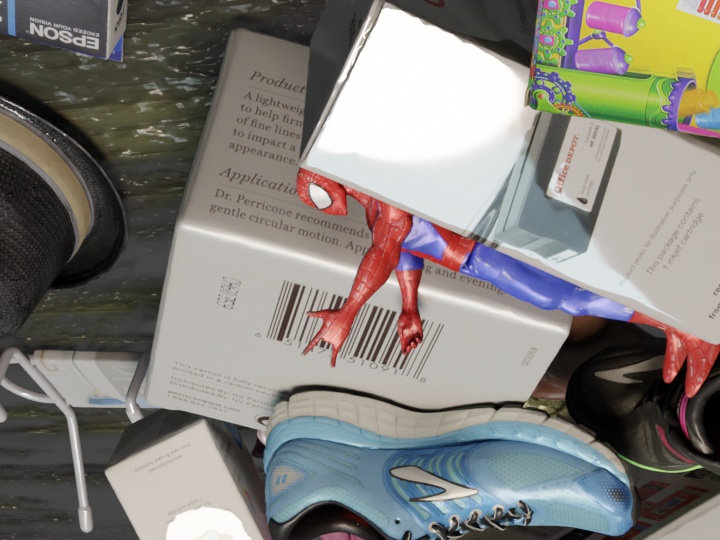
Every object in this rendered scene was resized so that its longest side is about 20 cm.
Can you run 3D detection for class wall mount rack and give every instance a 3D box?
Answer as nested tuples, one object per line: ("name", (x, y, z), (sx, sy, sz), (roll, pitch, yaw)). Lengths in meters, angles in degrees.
("wall mount rack", (-0.174, 0.119, 1.165), (0.199, 0.075, 0.174), (0, 144, 23))

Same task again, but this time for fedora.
("fedora", (-0.236, -0.023, 0.957), (0.200, 0.092, 0.201), (10, 147, 6))

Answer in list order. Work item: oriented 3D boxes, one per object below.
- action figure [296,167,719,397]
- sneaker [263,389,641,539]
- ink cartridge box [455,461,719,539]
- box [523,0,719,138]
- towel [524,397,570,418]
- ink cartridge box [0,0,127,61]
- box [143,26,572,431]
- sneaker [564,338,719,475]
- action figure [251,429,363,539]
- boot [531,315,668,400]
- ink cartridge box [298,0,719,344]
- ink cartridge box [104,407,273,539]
("action figure", (0.051, 0.020, 0.724), (0.199, 0.099, 0.065), (28, -179, -5))
("sneaker", (0.044, 0.122, 0.833), (0.199, 0.090, 0.079), (3, 147, 14))
("ink cartridge box", (0.152, 0.180, 0.972), (0.084, 0.175, 0.200), (65, 166, -4))
("box", (0.167, -0.153, 0.558), (0.192, 0.122, 0.201), (10, 137, 7))
("towel", (0.043, 0.102, 1.092), (0.199, 0.037, 0.149), (8, 147, 9))
("ink cartridge box", (-0.161, -0.162, 0.774), (0.099, 0.039, 0.200), (14, 148, 0))
("box", (0.000, 0.000, 0.868), (0.198, 0.131, 0.200), (16, 148, -3))
("sneaker", (0.177, 0.067, 0.803), (0.084, 0.077, 0.200), (35, 165, -38))
("action figure", (-0.006, 0.149, 0.990), (0.133, 0.150, 0.200), (-1, -172, -15))
("boot", (0.189, 0.048, 0.929), (0.199, 0.064, 0.186), (19, 157, -4))
("ink cartridge box", (0.079, -0.069, 0.706), (0.199, 0.145, 0.084), (23, 116, -12))
("ink cartridge box", (-0.075, 0.180, 0.977), (0.067, 0.116, 0.201), (-26, 97, 1))
